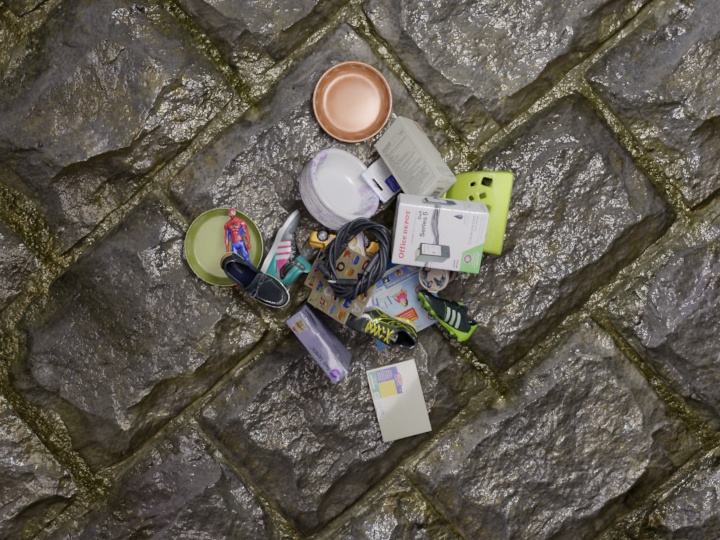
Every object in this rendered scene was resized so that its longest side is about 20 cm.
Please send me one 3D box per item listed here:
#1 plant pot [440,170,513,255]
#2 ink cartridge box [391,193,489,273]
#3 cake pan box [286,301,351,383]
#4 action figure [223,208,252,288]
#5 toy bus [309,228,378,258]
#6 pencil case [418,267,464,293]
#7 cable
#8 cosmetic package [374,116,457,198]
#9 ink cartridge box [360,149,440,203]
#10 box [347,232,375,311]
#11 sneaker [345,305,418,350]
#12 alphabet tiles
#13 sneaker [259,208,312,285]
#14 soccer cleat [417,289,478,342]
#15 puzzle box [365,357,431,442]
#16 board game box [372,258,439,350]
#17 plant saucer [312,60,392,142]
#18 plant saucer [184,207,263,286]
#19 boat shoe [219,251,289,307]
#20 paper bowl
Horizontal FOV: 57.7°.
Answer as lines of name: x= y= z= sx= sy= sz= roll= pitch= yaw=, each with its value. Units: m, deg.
plant pot: x=0.261 y=-0.150 z=1.603 sx=0.181 sy=0.200 sz=0.200 roll=8 pitch=95 yaw=6
ink cartridge box: x=0.174 y=-0.083 z=1.465 sx=0.199 sy=0.084 sz=0.146 roll=6 pitch=113 yaw=1
cake pan box: x=-0.096 y=0.175 z=1.627 sx=0.052 sy=0.184 sz=0.200 roll=-38 pitch=95 yaw=7
action figure: x=-0.305 y=-0.058 z=1.644 sx=0.065 sy=0.052 sz=0.201 roll=-10 pitch=93 yaw=4
toy bus: x=-0.033 y=-0.055 z=1.668 sx=0.199 sy=0.065 sz=0.079 roll=10 pitch=96 yaw=-2
pencil case: x=0.208 y=-0.003 z=1.608 sx=0.078 sy=0.200 sz=0.090 roll=-5 pitch=99 yaw=27
cable: x=-0.009 y=-0.029 z=1.523 sx=0.200 sy=0.051 sz=0.163 roll=-39 pitch=59 yaw=21
cosmetic package: x=0.127 y=-0.253 z=1.535 sx=0.105 sy=0.071 sz=0.200 roll=-45 pitch=59 yaw=32
ink cartridge box: x=0.099 y=-0.264 z=1.645 sx=0.200 sy=0.037 sz=0.095 roll=-41 pitch=95 yaw=-13
box: x=0.000 y=0.000 z=1.580 sx=0.041 sy=0.039 sz=0.201 roll=-11 pitch=71 yaw=10
sneaker: x=0.057 y=0.138 z=1.597 sx=0.199 sy=0.085 sz=0.075 roll=15 pitch=109 yaw=-16
alphabet tiles: x=-0.049 y=0.028 z=1.573 sx=0.200 sy=0.006 sz=0.167 roll=29 pitch=95 yaw=37
sneaker: x=-0.166 y=-0.044 z=1.655 sx=0.121 sy=0.084 sz=0.200 roll=27 pitch=102 yaw=2
soccer cleat: x=0.217 y=0.099 z=1.627 sx=0.081 sy=0.068 sz=0.200 roll=-46 pitch=120 yaw=0
puzzle box: x=0.101 y=0.340 z=1.723 sx=0.133 sy=0.025 sz=0.201 roll=-13 pitch=95 yaw=1
board game box: x=0.090 y=0.074 z=1.653 sx=0.200 sy=0.056 sz=0.196 roll=-27 pitch=115 yaw=1
plant saucer: x=-0.020 y=-0.423 z=1.651 sx=0.199 sy=0.037 sz=0.201 roll=0 pitch=94 yaw=-1
plant saucer: x=-0.348 y=-0.061 z=1.679 sx=0.199 sy=0.031 sz=0.201 roll=0 pitch=96 yaw=-2
boat shoe: x=-0.260 y=0.029 z=1.607 sx=0.200 sy=0.062 sz=0.075 roll=39 pitch=94 yaw=-18
paper bowl: x=-0.061 y=-0.190 z=1.607 sx=0.201 sy=0.201 sz=0.104 roll=52 pitch=135 yaw=-4
